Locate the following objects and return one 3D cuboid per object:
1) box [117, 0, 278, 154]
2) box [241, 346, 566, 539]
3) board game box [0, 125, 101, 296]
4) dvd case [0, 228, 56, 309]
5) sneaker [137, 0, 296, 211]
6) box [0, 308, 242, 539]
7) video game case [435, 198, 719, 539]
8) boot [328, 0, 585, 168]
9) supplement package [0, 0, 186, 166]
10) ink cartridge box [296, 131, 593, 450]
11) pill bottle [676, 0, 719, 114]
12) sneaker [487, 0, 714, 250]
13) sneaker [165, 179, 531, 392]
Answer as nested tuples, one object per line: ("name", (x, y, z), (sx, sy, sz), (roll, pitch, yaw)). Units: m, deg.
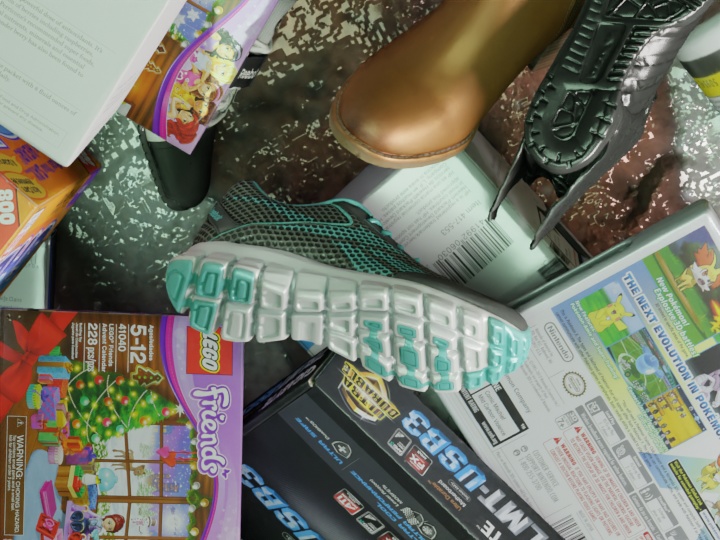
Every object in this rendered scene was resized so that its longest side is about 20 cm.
("box", (-0.100, -0.181, 1.506), (0.136, 0.039, 0.201), (29, 111, -4))
("box", (0.006, 0.148, 1.619), (0.200, 0.050, 0.198), (44, 143, -8))
("board game box", (-0.293, -0.035, 1.546), (0.200, 0.200, 0.200), (39, 99, -2))
("dvd case", (-0.259, 0.065, 1.686), (0.149, 0.025, 0.201), (6, 107, 4))
("sneaker", (-0.081, -0.129, 1.583), (0.088, 0.074, 0.201), (2, 108, 7))
("box", (-0.135, 0.124, 1.544), (0.136, 0.039, 0.201), (2, 82, -12))
("video game case", (0.158, 0.083, 1.565), (0.182, 0.022, 0.201), (-28, 112, 11))
("boot", (0.076, -0.144, 1.484), (0.077, 0.199, 0.156), (51, 146, 19))
("supplement package", (-0.134, -0.178, 1.426), (0.121, 0.120, 0.200), (34, 111, -3))
("ink cartridge box", (0.061, 0.028, 1.611), (0.146, 0.086, 0.200), (-40, 101, 15))
("pill bottle", (0.269, -0.084, 1.543), (0.114, 0.114, 0.200), (-35, 101, 15))
("sneaker", (0.133, -0.106, 1.498), (0.060, 0.104, 0.200), (33, 88, 10))
("sneaker", (0.000, 0.000, 1.520), (0.199, 0.092, 0.078), (16, 141, 4))
